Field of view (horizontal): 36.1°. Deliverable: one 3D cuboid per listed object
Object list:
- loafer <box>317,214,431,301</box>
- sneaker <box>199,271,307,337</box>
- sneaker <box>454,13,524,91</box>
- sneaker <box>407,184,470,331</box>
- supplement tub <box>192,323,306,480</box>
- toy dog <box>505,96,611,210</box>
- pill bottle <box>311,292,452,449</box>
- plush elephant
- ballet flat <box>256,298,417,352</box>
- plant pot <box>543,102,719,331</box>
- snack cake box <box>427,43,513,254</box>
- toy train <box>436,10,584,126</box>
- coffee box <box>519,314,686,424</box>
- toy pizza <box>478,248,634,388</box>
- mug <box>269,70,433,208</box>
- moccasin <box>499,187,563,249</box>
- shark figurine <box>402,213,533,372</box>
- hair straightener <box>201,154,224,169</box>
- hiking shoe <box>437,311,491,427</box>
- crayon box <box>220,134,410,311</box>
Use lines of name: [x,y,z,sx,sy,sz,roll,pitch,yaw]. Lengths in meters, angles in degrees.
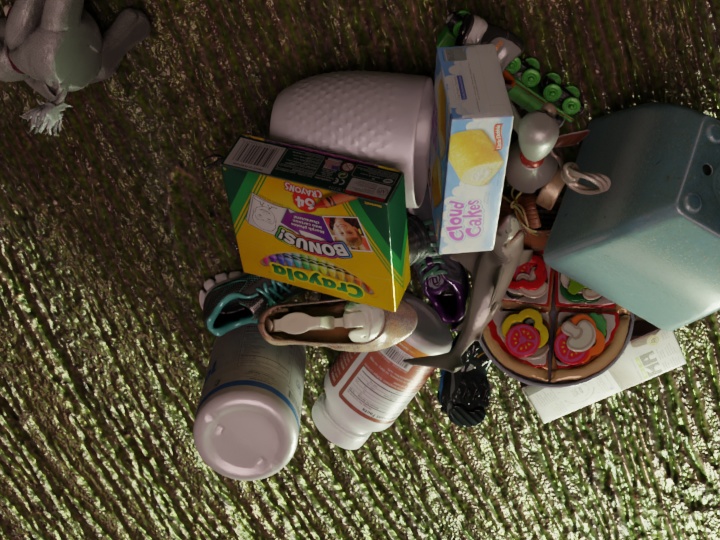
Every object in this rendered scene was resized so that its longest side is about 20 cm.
loafer: [0.000,0.000,1.362,0.073,0.072,0.200,55,133,10]
sneaker: [-0.118,0.027,1.395,0.198,0.092,0.078,-29,115,15]
sneaker: [0.129,-0.194,1.259,0.078,0.075,0.202,14,140,-3]
sneaker: [0.090,-0.024,1.366,0.073,0.088,0.202,-22,115,12]
supplement tub: [-0.136,0.155,1.401,0.129,0.201,0.134,0,118,0]
toy dog: [0.204,-0.144,1.237,0.130,0.200,0.098,28,78,-12]
pill bottle: [0.022,0.134,1.437,0.111,0.113,0.201,30,115,-14]
plush elephant: [-0.357,-0.259,1.230,0.153,0.164,0.203,23,84,28]
ballet flat: [-0.030,0.065,1.327,0.196,0.067,0.070,-6,82,6]
plant pot: [0.356,-0.070,1.231,0.194,0.200,0.199,27,73,-14]
snack cake box: [0.115,-0.129,1.198,0.066,0.116,0.202,-4,139,-4]
toy train: [0.174,-0.229,1.287,0.198,0.042,0.057,32,124,-15]
coffee box: [0.295,0.095,1.404,0.197,0.114,0.080,-26,128,13]
toy pizza: [0.235,0.046,1.349,0.196,0.203,0.032,-7,150,5]
mug: [-0.010,-0.132,1.281,0.172,0.148,0.203,6,124,11]
moccasin: [0.203,-0.064,1.343,0.197,0.075,0.078,10,143,-3]
shark figurine: [0.133,0.021,1.327,0.089,0.128,0.217,30,104,20]
hair straightener: [-0.109,-0.078,1.347,0.198,0.077,0.041,34,90,-9]
hiking shoe: [0.142,0.097,1.437,0.073,0.087,0.203,18,94,-23]
crayon box: [-0.047,-0.051,1.238,0.197,0.059,0.174,14,140,18]
